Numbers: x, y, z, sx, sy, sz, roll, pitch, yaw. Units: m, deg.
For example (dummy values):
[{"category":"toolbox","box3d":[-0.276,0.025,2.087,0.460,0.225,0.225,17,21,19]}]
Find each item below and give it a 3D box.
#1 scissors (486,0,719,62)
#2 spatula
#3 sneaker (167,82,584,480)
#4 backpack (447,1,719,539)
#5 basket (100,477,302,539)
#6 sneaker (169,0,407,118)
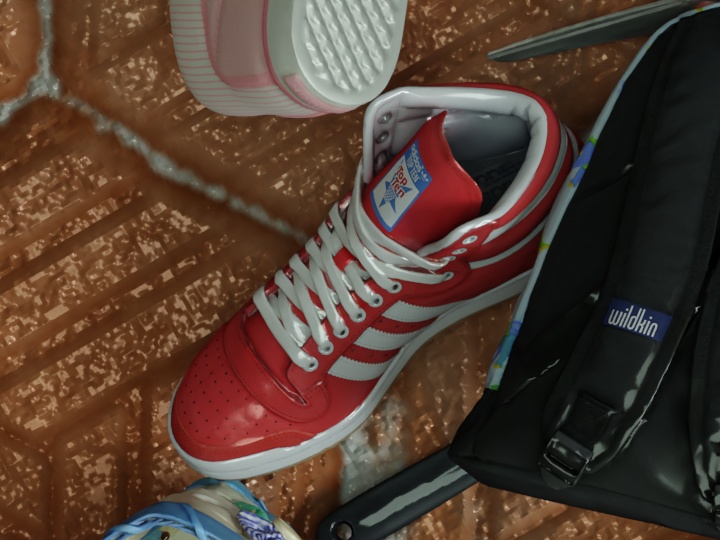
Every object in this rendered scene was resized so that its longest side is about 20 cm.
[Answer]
[{"category":"scissors","box3d":[0.145,-0.110,1.105,0.199,0.073,0.014,-2,58,7]},{"category":"spatula","box3d":[0.068,0.062,1.146,0.200,0.021,0.057,-32,80,10]},{"category":"sneaker","box3d":[0.000,0.000,1.088,0.200,0.113,0.071,-36,68,0]},{"category":"backpack","box3d":[0.141,-0.001,1.056,0.163,0.154,0.201,11,86,19]},{"category":"basket","box3d":[-0.065,0.171,1.076,0.176,0.200,0.139,44,116,-4]},{"category":"sneaker","box3d":[-0.019,-0.148,1.105,0.075,0.104,0.201,28,68,-31]}]
